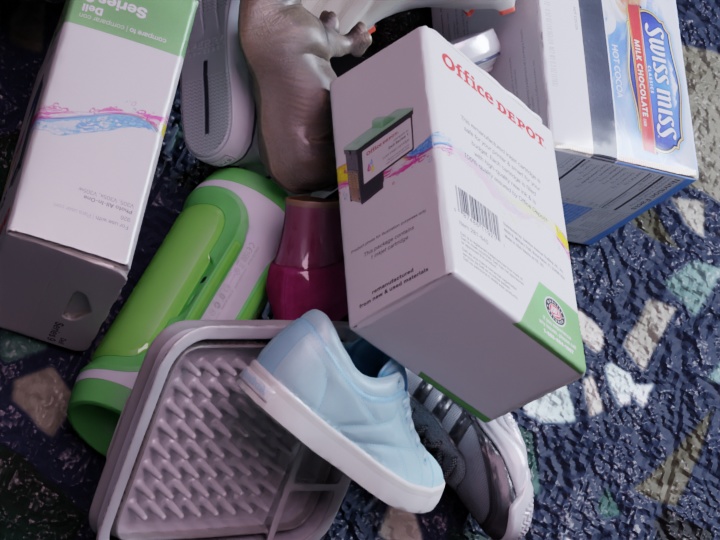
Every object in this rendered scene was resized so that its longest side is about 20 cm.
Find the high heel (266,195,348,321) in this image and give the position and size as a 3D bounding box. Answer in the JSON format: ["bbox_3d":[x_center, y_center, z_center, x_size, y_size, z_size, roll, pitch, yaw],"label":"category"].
[{"bbox_3d":[0.000,0.000,1.687,0.199,0.067,0.097,0,98,-55],"label":"high heel"}]

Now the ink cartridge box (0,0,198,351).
[{"bbox_3d":[-0.178,-0.069,1.620,0.087,0.145,0.201,16,63,-11],"label":"ink cartridge box"}]

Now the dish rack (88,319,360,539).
[{"bbox_3d":[-0.078,0.100,1.575,0.199,0.173,0.043,1,28,-45],"label":"dish rack"}]

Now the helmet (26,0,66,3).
[{"bbox_3d":[-0.209,-0.269,1.652,0.199,0.201,0.191,-3,35,-24],"label":"helmet"}]

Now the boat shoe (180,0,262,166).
[{"bbox_3d":[-0.086,-0.167,1.693,0.067,0.073,0.202,9,83,-51],"label":"boat shoe"}]

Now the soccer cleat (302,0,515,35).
[{"bbox_3d":[0.016,-0.202,1.712,0.199,0.078,0.070,-10,48,12],"label":"soccer cleat"}]

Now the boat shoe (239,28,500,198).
[{"bbox_3d":[0.016,-0.096,1.734,0.199,0.074,0.066,-30,96,4],"label":"boat shoe"}]

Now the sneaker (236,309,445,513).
[{"bbox_3d":[0.010,0.086,1.559,0.082,0.200,0.074,-49,52,3],"label":"sneaker"}]

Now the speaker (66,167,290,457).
[{"bbox_3d":[-0.112,0.030,1.641,0.088,0.088,0.201,33,59,-6],"label":"speaker"}]

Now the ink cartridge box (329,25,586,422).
[{"bbox_3d":[0.059,-0.030,1.583,0.145,0.084,0.201,35,37,-40],"label":"ink cartridge box"}]

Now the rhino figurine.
[{"bbox_3d":[-0.041,-0.145,1.642,0.087,0.060,0.201,-19,101,-35],"label":"rhino figurine"}]

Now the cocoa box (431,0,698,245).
[{"bbox_3d":[0.142,-0.139,1.785,0.130,0.133,0.201,10,64,-30],"label":"cocoa box"}]

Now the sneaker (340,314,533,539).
[{"bbox_3d":[0.032,0.102,1.679,0.113,0.076,0.201,-15,68,-27],"label":"sneaker"}]

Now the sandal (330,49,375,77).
[{"bbox_3d":[-0.027,-0.149,1.779,0.199,0.043,0.077,22,61,-13],"label":"sandal"}]
